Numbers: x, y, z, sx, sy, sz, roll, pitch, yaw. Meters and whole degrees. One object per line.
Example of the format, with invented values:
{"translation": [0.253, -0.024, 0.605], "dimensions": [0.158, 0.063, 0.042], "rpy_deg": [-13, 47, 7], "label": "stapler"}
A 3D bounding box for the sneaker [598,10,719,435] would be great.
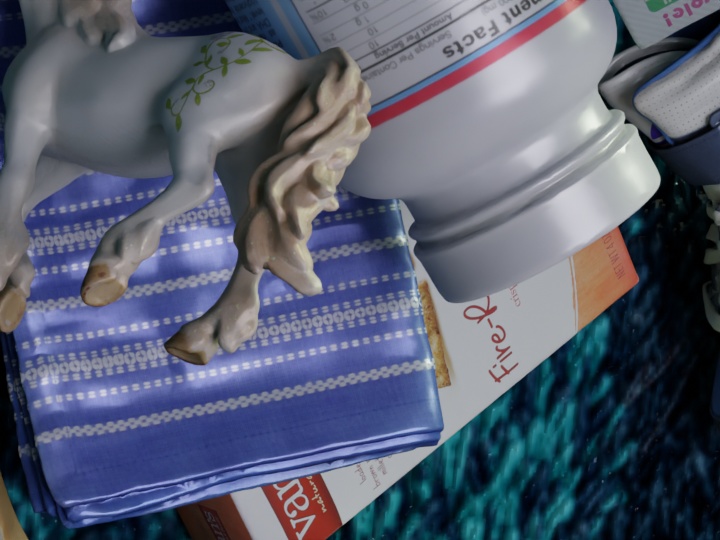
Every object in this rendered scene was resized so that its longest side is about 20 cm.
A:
{"translation": [0.149, -0.033, 1.077], "dimensions": [0.146, 0.081, 0.200], "rpy_deg": [21, 110, -13], "label": "sneaker"}

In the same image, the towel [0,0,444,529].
{"translation": [-0.056, -0.024, 0.872], "dimensions": [0.144, 0.024, 0.201], "rpy_deg": [-11, 86, -15], "label": "towel"}

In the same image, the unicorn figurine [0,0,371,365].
{"translation": [-0.081, -0.049, 0.811], "dimensions": [0.074, 0.199, 0.138], "rpy_deg": [58, 49, -64], "label": "unicorn figurine"}

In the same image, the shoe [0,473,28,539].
{"translation": [-0.141, 0.097, 0.875], "dimensions": [0.053, 0.070, 0.201], "rpy_deg": [-23, 105, -31], "label": "shoe"}

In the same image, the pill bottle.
{"translation": [0.014, -0.095, 0.836], "dimensions": [0.109, 0.109, 0.200], "rpy_deg": [-35, 100, -27], "label": "pill bottle"}

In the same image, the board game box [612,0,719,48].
{"translation": [0.110, -0.190, 0.828], "dimensions": [0.147, 0.064, 0.200], "rpy_deg": [-25, 122, 11], "label": "board game box"}

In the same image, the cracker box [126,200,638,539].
{"translation": [0.000, 0.000, 0.966], "dimensions": [0.200, 0.058, 0.134], "rpy_deg": [-38, 119, -25], "label": "cracker box"}
